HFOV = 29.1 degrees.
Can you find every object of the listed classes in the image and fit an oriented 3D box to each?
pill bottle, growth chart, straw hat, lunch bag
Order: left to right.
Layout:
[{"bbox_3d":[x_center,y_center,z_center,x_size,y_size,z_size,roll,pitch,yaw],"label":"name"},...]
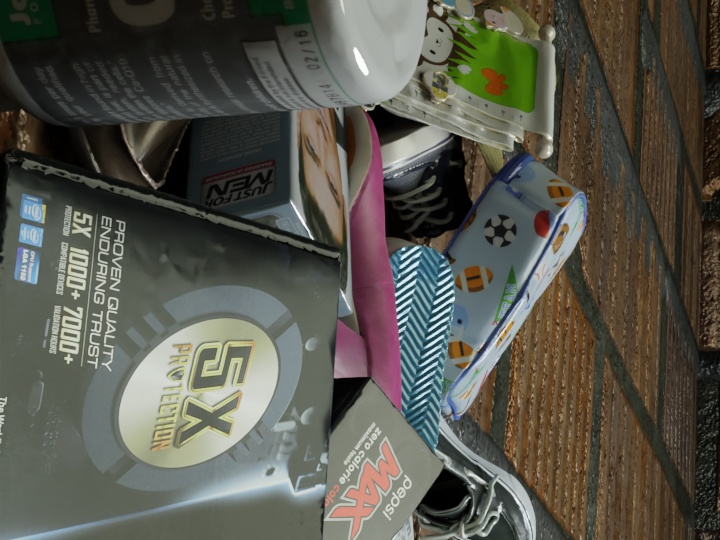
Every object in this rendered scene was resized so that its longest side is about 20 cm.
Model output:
[{"bbox_3d":[-0.081,-0.115,0.539,0.113,0.197,0.115,-2,90,-69],"label":"pill bottle"},{"bbox_3d":[0.060,-0.152,0.995,0.018,0.197,0.147,132,-37,-50],"label":"growth chart"},{"bbox_3d":[0.095,0.019,1.056,0.201,0.075,0.160,-54,167,-7],"label":"lunch bag"},{"bbox_3d":[0.109,-0.166,1.099,0.201,0.084,0.203,-90,154,-75],"label":"straw hat"}]

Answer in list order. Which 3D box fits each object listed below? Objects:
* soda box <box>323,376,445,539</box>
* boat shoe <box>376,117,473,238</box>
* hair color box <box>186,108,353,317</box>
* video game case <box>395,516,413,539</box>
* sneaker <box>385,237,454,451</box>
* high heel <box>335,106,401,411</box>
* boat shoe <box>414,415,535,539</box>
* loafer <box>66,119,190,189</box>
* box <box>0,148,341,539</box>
[{"bbox_3d":[-0.047,0.146,0.670,0.071,0.063,0.201,49,61,-20],"label":"soda box"},{"bbox_3d":[0.045,-0.066,1.039,0.200,0.074,0.094,-35,113,-66],"label":"boat shoe"},{"bbox_3d":[-0.048,-0.078,0.763,0.099,0.060,0.202,61,21,-50],"label":"hair color box"},{"bbox_3d":[0.001,0.269,0.971,0.200,0.023,0.185,-17,104,-69],"label":"video game case"},{"bbox_3d":[0.009,0.079,0.929,0.076,0.081,0.203,13,93,-25],"label":"sneaker"},{"bbox_3d":[0.000,0.000,0.816,0.096,0.067,0.202,45,35,-42],"label":"high heel"},{"bbox_3d":[0.069,0.166,1.022,0.200,0.073,0.069,54,20,-32],"label":"boat shoe"},{"bbox_3d":[-0.091,-0.121,0.694,0.073,0.070,0.202,62,33,-48],"label":"loafer"},{"bbox_3d":[-0.099,0.075,0.549,0.162,0.086,0.203,17,70,-39],"label":"box"}]
